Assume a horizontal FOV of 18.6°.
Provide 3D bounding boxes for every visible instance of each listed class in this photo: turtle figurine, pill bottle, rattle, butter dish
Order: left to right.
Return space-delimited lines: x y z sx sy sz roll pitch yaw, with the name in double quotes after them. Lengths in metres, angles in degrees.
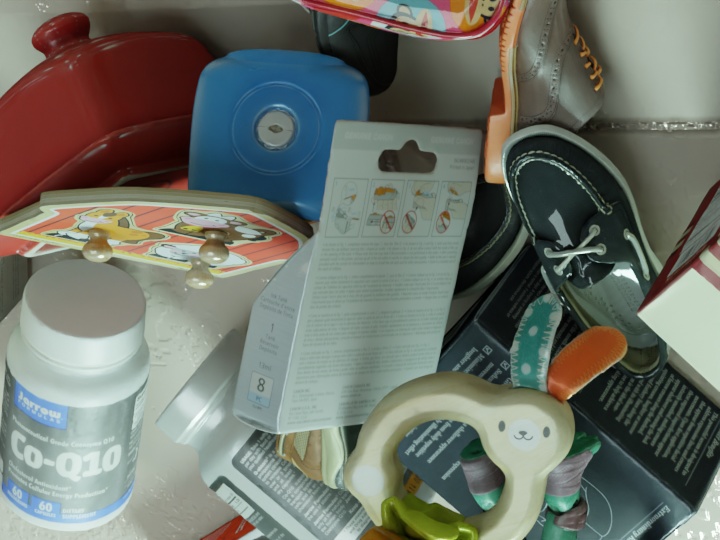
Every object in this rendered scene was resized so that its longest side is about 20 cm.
-0.224 0.097 1.730 0.113 0.114 0.201 23 130 14 "pill bottle"
-0.184 -0.111 1.544 0.199 0.199 0.149 -34 79 40 "butter dish"
-0.050 0.143 1.660 0.200 0.116 0.116 41 132 0 "pill bottle"
0.070 0.115 1.355 0.199 0.143 0.131 -36 80 25 "rattle"
0.130 0.210 1.475 0.148 0.101 0.202 -7 106 17 "turtle figurine"

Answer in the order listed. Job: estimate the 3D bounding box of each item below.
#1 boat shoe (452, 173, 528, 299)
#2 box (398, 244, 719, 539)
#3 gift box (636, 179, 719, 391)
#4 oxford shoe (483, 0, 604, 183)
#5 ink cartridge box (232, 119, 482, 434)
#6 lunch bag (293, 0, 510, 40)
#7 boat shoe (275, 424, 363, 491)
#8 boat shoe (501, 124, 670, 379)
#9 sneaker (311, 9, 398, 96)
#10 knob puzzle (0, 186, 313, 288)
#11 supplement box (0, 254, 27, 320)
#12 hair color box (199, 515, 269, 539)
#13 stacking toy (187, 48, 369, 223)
0.038 -0.010 1.527 0.199 0.067 0.072 -28 72 39 "boat shoe"
0.135 0.111 1.539 0.200 0.107 0.149 41 131 -1 "box"
0.294 0.019 1.331 0.186 0.200 0.185 41 137 -3 "gift box"
0.124 -0.140 1.412 0.072 0.072 0.201 8 133 4 "oxford shoe"
0.000 0.000 1.422 0.047 0.159 0.202 18 102 37 "ink cartridge box"
0.020 -0.245 1.322 0.174 0.082 0.202 14 98 7 "lunch bag"
-0.033 0.068 1.533 0.073 0.076 0.201 14 127 15 "boat shoe"
0.154 -0.010 1.443 0.075 0.061 0.200 -23 126 27 "boat shoe"
0.012 -0.201 1.419 0.079 0.076 0.202 9 125 22 "sneaker"
-0.118 -0.018 1.430 0.218 0.219 0.031 -2 76 31 "knob puzzle"
-0.329 0.009 1.661 0.073 0.200 0.127 16 127 14 "supplement box"
-0.086 0.256 1.794 0.102 0.061 0.200 49 130 -7 "hair color box"
-0.044 -0.069 1.501 0.115 0.111 0.200 4 167 7 "stacking toy"
